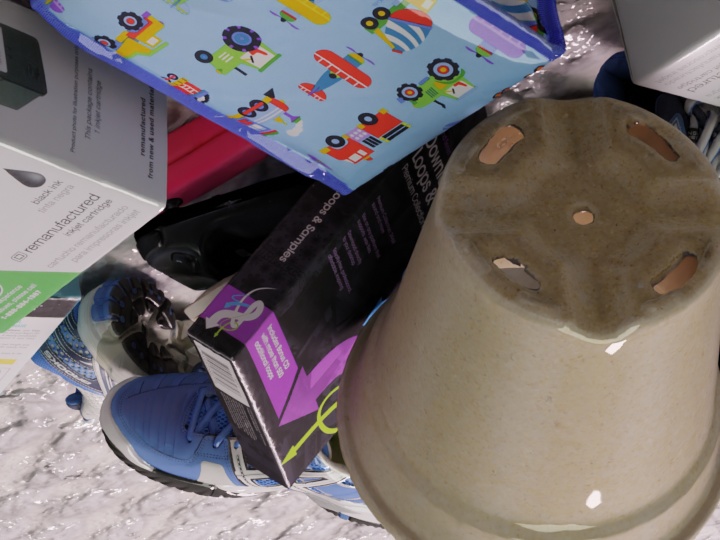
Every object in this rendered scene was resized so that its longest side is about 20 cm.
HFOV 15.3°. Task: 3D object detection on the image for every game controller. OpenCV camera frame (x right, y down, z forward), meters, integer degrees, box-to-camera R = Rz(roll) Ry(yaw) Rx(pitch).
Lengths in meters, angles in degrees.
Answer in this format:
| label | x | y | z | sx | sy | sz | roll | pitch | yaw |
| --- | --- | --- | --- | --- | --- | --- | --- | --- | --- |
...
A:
| label | x | y | z | sx | sy | sz | roll | pitch | yaw |
| --- | --- | --- | --- | --- | --- | --- | --- | --- | --- |
| game controller | -0.057 | -0.021 | 1.428 | 0.104 | 0.042 | 0.200 | -26 | 173 | 2 |

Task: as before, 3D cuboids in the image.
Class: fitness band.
| label | x | y | z | sx | sy | sz | roll | pitch | yaw |
| --- | --- | --- | --- | --- | --- | --- | --- | --- | --- |
| fitness band | -0.120 | -0.073 | 1.331 | 0.200 | 0.038 | 0.143 | -29 | 151 | 33 |

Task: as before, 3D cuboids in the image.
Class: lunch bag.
| label | x | y | z | sx | sy | sz | roll | pitch | yaw |
| --- | --- | --- | --- | --- | --- | --- | --- | --- | --- |
| lunch bag | -0.036 | -0.128 | 1.173 | 0.200 | 0.094 | 0.150 | 19 | 144 | -36 |

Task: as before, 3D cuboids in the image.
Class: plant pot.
| label | x | y | z | sx | sy | sz | roll | pitch | yaw |
| --- | --- | --- | --- | --- | --- | --- | --- | --- | --- |
| plant pot | 0.093 | 0.023 | 1.266 | 0.200 | 0.201 | 0.184 | -7 | 146 | -9 |

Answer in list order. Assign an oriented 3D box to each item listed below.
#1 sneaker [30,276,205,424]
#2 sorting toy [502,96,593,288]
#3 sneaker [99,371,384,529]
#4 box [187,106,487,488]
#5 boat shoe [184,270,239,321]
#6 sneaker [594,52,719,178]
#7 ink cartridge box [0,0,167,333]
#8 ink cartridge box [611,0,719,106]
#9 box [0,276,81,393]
| label | x | y | z | sx | sy | sz | roll | pitch | yaw |
| --- | --- | --- | --- | --- | --- | --- | --- | --- | --- |
| sneaker | -0.129 | 0.062 | 1.609 | 0.085 | 0.077 | 0.200 | -13 | 149 | 23 |
| sorting toy | 0.151 | -0.022 | 1.525 | 0.180 | 0.107 | 0.200 | -20 | 164 | -31 |
| sneaker | -0.046 | 0.087 | 1.498 | 0.199 | 0.076 | 0.077 | 9 | 152 | -4 |
| box | 0.000 | 0.000 | 1.372 | 0.200 | 0.036 | 0.143 | -51 | 153 | -18 |
| boat shoe | -0.038 | 0.029 | 1.446 | 0.072 | 0.060 | 0.200 | -27 | 173 | 11 |
| sneaker | 0.174 | -0.044 | 1.331 | 0.085 | 0.200 | 0.077 | 26 | 107 | -38 |
| ink cartridge box | -0.209 | -0.062 | 1.216 | 0.200 | 0.084 | 0.146 | 21 | 142 | -33 |
| ink cartridge box | 0.238 | -0.136 | 1.282 | 0.200 | 0.084 | 0.145 | 10 | 149 | -41 |
| box | -0.232 | 0.034 | 1.512 | 0.082 | 0.049 | 0.200 | 2 | 154 | -28 |
